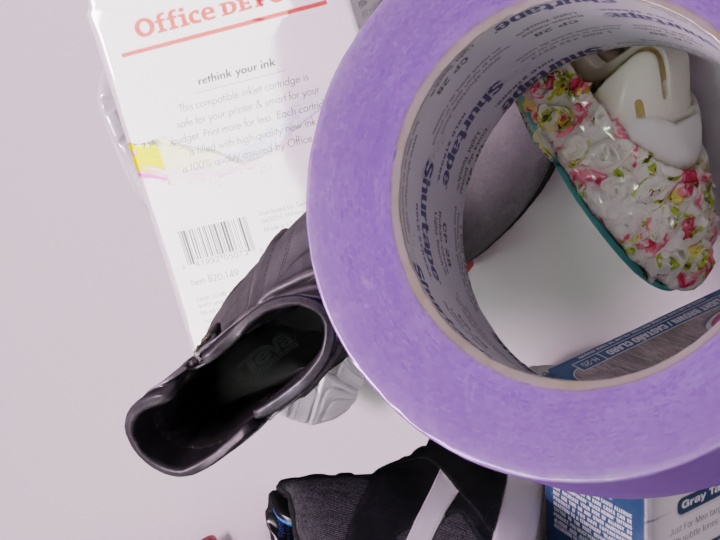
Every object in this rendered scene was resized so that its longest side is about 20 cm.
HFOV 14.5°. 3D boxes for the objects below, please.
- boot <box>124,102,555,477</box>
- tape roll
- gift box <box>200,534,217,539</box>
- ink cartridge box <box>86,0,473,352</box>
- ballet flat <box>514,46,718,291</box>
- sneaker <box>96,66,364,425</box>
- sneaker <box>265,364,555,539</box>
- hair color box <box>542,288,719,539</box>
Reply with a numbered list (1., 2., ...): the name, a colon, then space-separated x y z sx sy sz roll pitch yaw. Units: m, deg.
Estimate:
1. boot: 0.000 0.000 1.103 0.070 0.132 0.200 41 112 0
2. tape roll: 0.087 -0.023 0.989 0.200 0.200 0.085 53 -172 18
3. gift box: -0.136 0.251 1.485 0.187 0.184 0.200 -40 75 47
4. ink cartridge box: -0.038 -0.075 1.198 0.116 0.068 0.200 -12 103 19
5. ballet flat: 0.084 -0.086 1.072 0.064 0.076 0.200 -39 82 35
6. sneaker: -0.057 -0.023 1.311 0.200 0.078 0.099 64 171 -9
7. sneaker: 0.021 0.087 1.134 0.112 0.200 0.073 4 112 8
8. hair color box: 0.128 0.117 1.108 0.060 0.100 0.200 30 132 44
